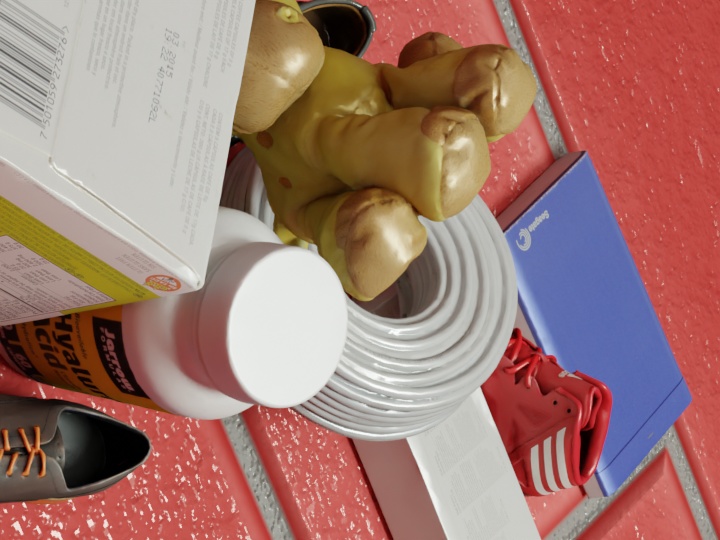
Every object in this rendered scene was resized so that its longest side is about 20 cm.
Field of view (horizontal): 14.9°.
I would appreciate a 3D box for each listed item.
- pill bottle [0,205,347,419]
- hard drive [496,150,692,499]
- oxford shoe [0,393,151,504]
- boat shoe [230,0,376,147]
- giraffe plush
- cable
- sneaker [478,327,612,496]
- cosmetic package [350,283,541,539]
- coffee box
[{"bbox_3d":[-0.101,0.018,1.446,0.111,0.199,0.112,-6,99,-41],"label":"pill bottle"},{"bbox_3d":[0.156,0.036,1.892,0.132,0.025,0.201,-42,114,-45],"label":"hard drive"},{"bbox_3d":[-0.195,0.090,1.431,0.199,0.072,0.072,-1,83,-49],"label":"oxford shoe"},{"bbox_3d":[-0.067,-0.115,1.634,0.200,0.067,0.072,-34,110,-46],"label":"boat shoe"},{"bbox_3d":[-0.031,-0.094,1.470,0.162,0.200,0.173,43,64,-19],"label":"giraffe plush"},{"bbox_3d":[0.000,0.000,1.627,0.200,0.069,0.200,50,49,0],"label":"cable"},{"bbox_3d":[0.100,0.049,1.754,0.078,0.115,0.201,-39,112,-46],"label":"sneaker"},{"bbox_3d":[0.041,0.107,1.722,0.082,0.050,0.201,-36,109,-46],"label":"cosmetic package"},{"bbox_3d":[-0.197,-0.106,1.376,0.200,0.197,0.201,33,57,-43],"label":"coffee box"}]
